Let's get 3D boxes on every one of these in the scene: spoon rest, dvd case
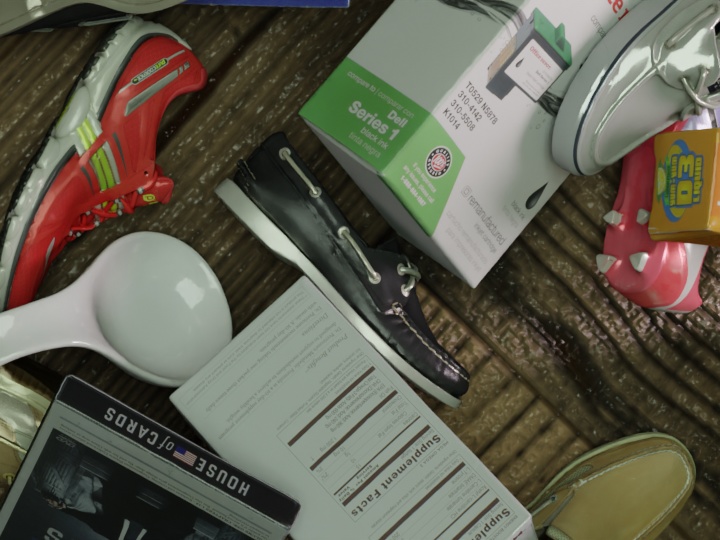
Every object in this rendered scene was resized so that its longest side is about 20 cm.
[{"bbox_3d":[-0.154,0.032,1.426,0.199,0.060,0.100,-14,79,-40],"label":"spoon rest"},{"bbox_3d":[-0.131,0.148,1.400,0.149,0.200,0.025,29,53,-3],"label":"dvd case"}]

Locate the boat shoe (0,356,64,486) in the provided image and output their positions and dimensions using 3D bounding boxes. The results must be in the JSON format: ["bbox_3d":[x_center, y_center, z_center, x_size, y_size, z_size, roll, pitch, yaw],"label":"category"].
[{"bbox_3d":[-0.204,0.093,1.455,0.199,0.074,0.067,33,97,-2],"label":"boat shoe"}]

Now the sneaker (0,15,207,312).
[{"bbox_3d":[-0.156,-0.055,1.462,0.085,0.077,0.201,30,85,-9],"label":"sneaker"}]

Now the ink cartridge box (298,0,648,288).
[{"bbox_3d":[0.079,-0.115,1.446,0.200,0.146,0.084,-49,52,-5],"label":"ink cartridge box"}]

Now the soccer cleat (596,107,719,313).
[{"bbox_3d":[0.200,-0.072,1.512,0.076,0.066,0.202,25,73,-42],"label":"soccer cleat"}]

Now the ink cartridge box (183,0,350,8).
[{"bbox_3d":[-0.086,-0.261,1.442,0.196,0.047,0.202,5,84,30],"label":"ink cartridge box"}]

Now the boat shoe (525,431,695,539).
[{"bbox_3d":[0.125,0.168,1.477,0.199,0.076,0.072,-35,91,-7],"label":"boat shoe"}]

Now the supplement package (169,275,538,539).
[{"bbox_3d":[0.001,0.122,1.416,0.109,0.114,0.200,-42,69,-6],"label":"supplement package"}]

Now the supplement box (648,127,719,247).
[{"bbox_3d":[0.274,-0.042,1.477,0.198,0.069,0.067,6,87,-26],"label":"supplement box"}]

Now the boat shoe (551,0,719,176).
[{"bbox_3d":[0.197,-0.126,1.440,0.200,0.072,0.066,-43,52,-15],"label":"boat shoe"}]

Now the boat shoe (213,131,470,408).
[{"bbox_3d":[0.000,0.000,1.478,0.200,0.074,0.060,44,89,6],"label":"boat shoe"}]

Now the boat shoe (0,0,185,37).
[{"bbox_3d":[-0.155,-0.182,1.442,0.198,0.063,0.073,-12,95,16],"label":"boat shoe"}]
